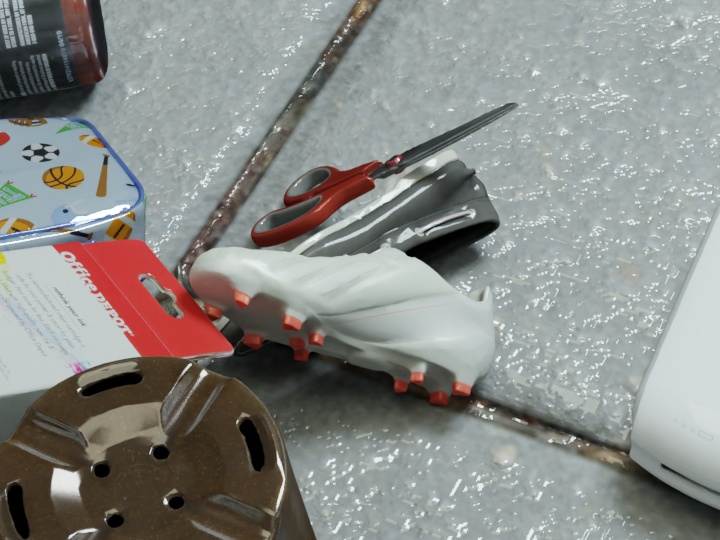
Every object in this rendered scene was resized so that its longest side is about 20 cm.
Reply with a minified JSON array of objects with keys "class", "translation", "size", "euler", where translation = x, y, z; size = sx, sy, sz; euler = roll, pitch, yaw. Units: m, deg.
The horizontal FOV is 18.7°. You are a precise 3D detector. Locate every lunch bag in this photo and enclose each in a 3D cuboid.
[{"class":"lunch bag","translation":[-0.235,-0.026,1.338],"size":[0.199,0.076,0.160],"euler":[-13,36,-22]}]

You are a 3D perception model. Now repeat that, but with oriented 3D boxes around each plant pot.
[{"class":"plant pot","translation":[-0.100,0.161,1.137],"size":[0.199,0.199,0.201],"euler":[-2,52,3]}]

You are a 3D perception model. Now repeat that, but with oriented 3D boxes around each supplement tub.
[{"class":"supplement tub","translation":[-0.274,-0.162,1.465],"size":[0.199,0.107,0.107],"euler":[-9,51,-2]}]

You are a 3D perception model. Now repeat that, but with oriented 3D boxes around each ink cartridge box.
[{"class":"ink cartridge box","translation":[-0.184,0.048,1.204],"size":[0.199,0.067,0.116],"euler":[-8,42,-38]}]

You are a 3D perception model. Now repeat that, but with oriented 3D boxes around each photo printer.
[{"class":"photo printer","translation":[0.254,0.058,1.266],"size":[0.166,0.070,0.200],"euler":[17,55,18]}]

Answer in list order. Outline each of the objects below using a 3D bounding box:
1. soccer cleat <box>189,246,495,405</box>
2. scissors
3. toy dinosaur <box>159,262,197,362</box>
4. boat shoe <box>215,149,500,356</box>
[{"class":"soccer cleat","translation":[-0.009,0.016,1.279],"size":[0.199,0.069,0.078],"euler":[21,67,-25]},{"class":"scissors","translation":[0.011,-0.056,1.345],"size":[0.199,0.014,0.073],"euler":[-16,27,42]},{"class":"toy dinosaur","translation":[-0.148,0.057,1.301],"size":[0.102,0.077,0.201],"euler":[10,56,4]},{"class":"boat shoe","translation":[0.000,0.000,1.338],"size":[0.200,0.067,0.057],"euler":[-36,77,-18]}]
